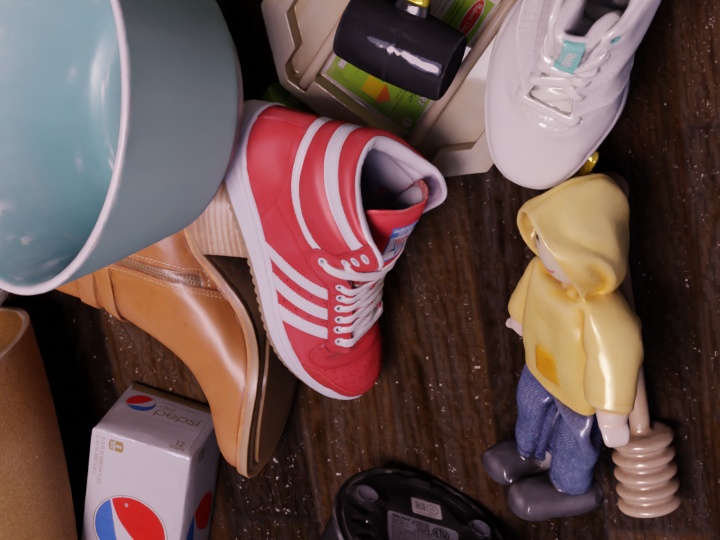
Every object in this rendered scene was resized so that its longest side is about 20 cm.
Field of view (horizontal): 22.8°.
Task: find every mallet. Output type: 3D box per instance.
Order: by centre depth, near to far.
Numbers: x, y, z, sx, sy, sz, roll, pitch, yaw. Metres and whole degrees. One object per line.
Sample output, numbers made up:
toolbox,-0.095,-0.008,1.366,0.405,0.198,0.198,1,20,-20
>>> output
mallet,0.033,-0.184,0.883,0.065,0.041,0.201,18,120,14

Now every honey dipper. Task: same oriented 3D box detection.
honey dipper,0.152,0.041,0.998,0.038,0.038,0.201,-2,110,20

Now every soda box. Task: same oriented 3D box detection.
soda box,-0.137,0.177,1.142,0.068,0.064,0.201,15,118,11

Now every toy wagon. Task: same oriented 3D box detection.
toy wagon,0.043,-0.109,0.964,0.200,0.040,0.155,36,120,0

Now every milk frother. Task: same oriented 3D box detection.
milk frother,0.020,0.259,1.048,0.180,0.200,0.189,26,120,1

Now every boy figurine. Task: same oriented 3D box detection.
boy figurine,0.113,0.043,0.965,0.064,0.125,0.201,-12,129,-18

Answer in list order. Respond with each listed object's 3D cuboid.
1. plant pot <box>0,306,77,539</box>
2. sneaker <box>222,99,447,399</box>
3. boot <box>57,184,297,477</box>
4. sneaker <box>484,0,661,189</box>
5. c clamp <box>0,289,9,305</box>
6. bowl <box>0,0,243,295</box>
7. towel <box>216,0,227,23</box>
plant pot,-0.250,0.153,1.085,0.185,0.186,0.201,-13,107,24
sneaker,0.000,0.000,0.978,0.112,0.071,0.201,11,136,36
boot,-0.118,0.020,1.065,0.154,0.074,0.201,6,109,19
sneaker,0.105,-0.113,0.865,0.075,0.089,0.201,24,126,3
c clamp,-0.286,0.014,1.080,0.199,0.172,0.027,-9,147,21
bowl,-0.135,-0.091,0.936,0.200,0.105,0.202,5,96,50
towel,-0.167,-0.141,1.033,0.199,0.022,0.148,0,112,21
